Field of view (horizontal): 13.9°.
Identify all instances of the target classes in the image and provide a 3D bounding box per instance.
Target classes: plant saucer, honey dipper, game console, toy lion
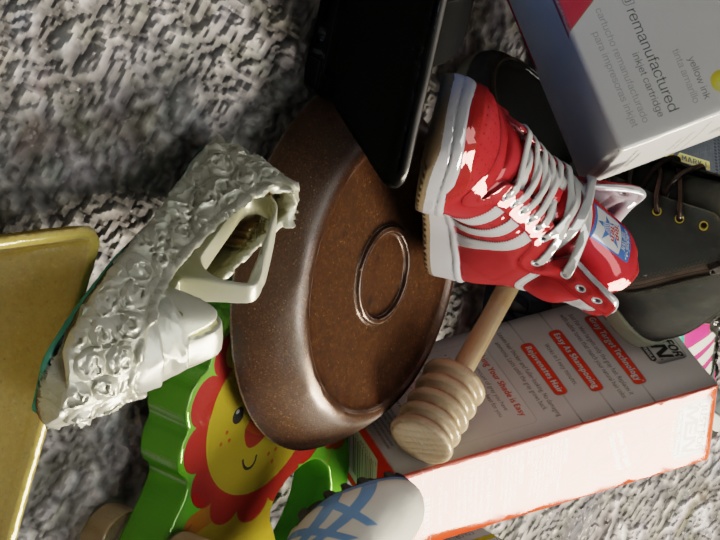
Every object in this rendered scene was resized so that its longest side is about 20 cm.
[{"bbox_3d":[0.000,0.000,1.545,0.200,0.034,0.201,-33,130,-52],"label":"plant saucer"},{"bbox_3d":[0.076,0.020,1.617,0.200,0.038,0.038,-59,152,-32],"label":"honey dipper"},{"bbox_3d":[0.049,-0.163,1.448,0.176,0.116,0.201,-19,130,-48],"label":"game console"},{"bbox_3d":[-0.221,0.069,1.308,0.200,0.048,0.201,-9,121,-53],"label":"plant saucer"},{"bbox_3d":[-0.060,0.100,1.567,0.192,0.068,0.200,-65,150,-8],"label":"toy lion"}]

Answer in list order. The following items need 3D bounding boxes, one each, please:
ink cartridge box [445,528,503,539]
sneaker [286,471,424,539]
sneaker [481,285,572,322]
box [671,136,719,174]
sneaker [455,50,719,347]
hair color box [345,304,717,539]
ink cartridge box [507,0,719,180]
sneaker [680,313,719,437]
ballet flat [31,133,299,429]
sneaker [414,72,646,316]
[{"bbox_3d":[0.100,0.225,1.757,0.104,0.200,0.059,-14,126,-52],"label":"ink cartridge box"},{"bbox_3d":[-0.030,0.178,1.517,0.200,0.072,0.072,-39,143,-32],"label":"sneaker"},{"bbox_3d":[0.096,0.048,1.735,0.082,0.070,0.200,-44,144,-30],"label":"sneaker"},{"bbox_3d":[0.200,-0.062,1.670,0.051,0.199,0.158,-53,150,-31],"label":"box"},{"bbox_3d":[0.144,-0.054,1.608,0.200,0.106,0.075,48,46,-17],"label":"sneaker"},{"bbox_3d":[0.089,0.082,1.655,0.199,0.102,0.061,-15,131,-19],"label":"hair color box"},{"bbox_3d":[0.187,-0.152,1.544,0.199,0.146,0.083,-21,173,-13],"label":"ink cartridge box"},{"bbox_3d":[0.216,0.025,1.886,0.121,0.084,0.200,-49,147,-1],"label":"sneaker"},{"bbox_3d":[-0.083,0.006,1.386,0.200,0.072,0.072,-58,155,-44],"label":"ballet flat"},{"bbox_3d":[0.088,-0.036,1.477,0.200,0.112,0.071,77,28,-71],"label":"sneaker"}]
